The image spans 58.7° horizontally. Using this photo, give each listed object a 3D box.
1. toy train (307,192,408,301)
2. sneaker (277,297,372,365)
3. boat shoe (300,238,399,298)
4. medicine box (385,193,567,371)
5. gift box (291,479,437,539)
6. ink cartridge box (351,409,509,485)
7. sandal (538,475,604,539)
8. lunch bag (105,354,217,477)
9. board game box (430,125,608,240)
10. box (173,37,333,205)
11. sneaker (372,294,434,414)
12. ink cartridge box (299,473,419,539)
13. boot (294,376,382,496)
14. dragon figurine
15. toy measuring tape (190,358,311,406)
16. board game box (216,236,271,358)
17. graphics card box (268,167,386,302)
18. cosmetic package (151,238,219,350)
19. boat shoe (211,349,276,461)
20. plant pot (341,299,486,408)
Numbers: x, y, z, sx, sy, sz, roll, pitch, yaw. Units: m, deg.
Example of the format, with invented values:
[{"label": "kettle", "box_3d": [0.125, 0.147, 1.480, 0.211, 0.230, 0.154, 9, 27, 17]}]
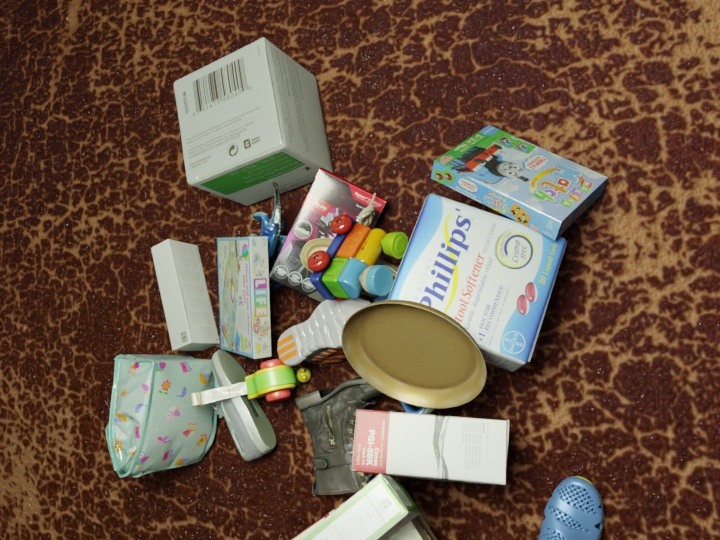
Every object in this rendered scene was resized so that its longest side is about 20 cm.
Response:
[{"label": "toy train", "box_3d": [0.020, -0.045, 0.928, 0.116, 0.085, 0.200, 6, 54, 38]}, {"label": "sneaker", "box_3d": [-0.031, 0.095, 1.014, 0.200, 0.112, 0.078, -25, 70, 35]}, {"label": "boat shoe", "box_3d": [0.000, 0.000, 1.004, 0.200, 0.063, 0.073, 18, 96, 2]}, {"label": "medicine box", "box_3d": [0.156, 0.018, 0.893, 0.200, 0.103, 0.183, 20, 78, 8]}, {"label": "gift box", "box_3d": [0.041, 0.415, 0.906, 0.184, 0.200, 0.187, -36, 65, 3]}, {"label": "ink cartridge box", "box_3d": [0.098, 0.245, 0.882, 0.199, 0.147, 0.083, 2, 73, 10]}, {"label": "sandal", "box_3d": [0.264, 0.372, 0.850, 0.079, 0.087, 0.200, 19, 90, 29]}, {"label": "lunch bag", "box_3d": [-0.343, 0.250, 1.118, 0.122, 0.170, 0.201, 2, 86, 32]}, {"label": "board game box", "box_3d": [0.225, -0.131, 0.911, 0.200, 0.151, 0.037, 32, 138, 25]}, {"label": "box", "box_3d": [-0.183, -0.246, 1.107, 0.199, 0.171, 0.201, -17, 77, 23]}, {"label": "sneaker", "box_3d": [0.069, 0.127, 0.956, 0.074, 0.082, 0.200, -22, 92, 25]}, {"label": "ink cartridge box", "box_3d": [-0.026, 0.338, 0.790, 0.200, 0.104, 0.059, -39, 66, -3]}, {"label": "boot", "box_3d": [-0.009, 0.264, 1.018, 0.200, 0.069, 0.175, -22, 79, 26]}, {"label": "dragon figurine", "box_3d": [-0.146, -0.053, 1.101, 0.099, 0.059, 0.200, 51, 129, 31]}, {"label": "toy measuring tape", "box_3d": [-0.178, 0.189, 1.056, 0.199, 0.074, 0.074, -9, 76, -15]}, {"label": "board game box", "box_3d": [-0.202, 0.042, 1.102, 0.134, 0.034, 0.201, 4, 96, 54]}, {"label": "graphics card box", "box_3d": [-0.054, -0.053, 1.058, 0.125, 0.051, 0.200, 26, 96, -4]}, {"label": "cosmetic package", "box_3d": [-0.325, 0.047, 1.188, 0.051, 0.082, 0.200, -24, 73, 24]}, {"label": "boat shoe", "box_3d": [-0.221, 0.237, 1.115, 0.071, 0.070, 0.201, -35, 72, 13]}, {"label": "plant pot", "box_3d": [0.071, 0.109, 0.854, 0.200, 0.200, 0.028, 1, 41, 26]}]
